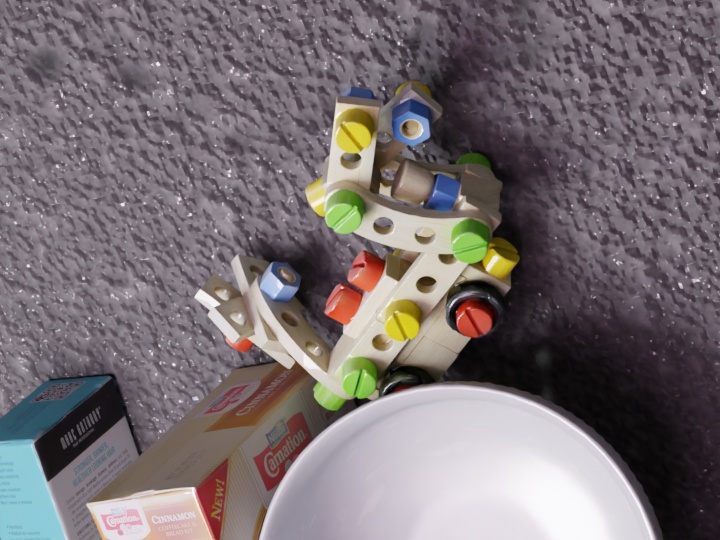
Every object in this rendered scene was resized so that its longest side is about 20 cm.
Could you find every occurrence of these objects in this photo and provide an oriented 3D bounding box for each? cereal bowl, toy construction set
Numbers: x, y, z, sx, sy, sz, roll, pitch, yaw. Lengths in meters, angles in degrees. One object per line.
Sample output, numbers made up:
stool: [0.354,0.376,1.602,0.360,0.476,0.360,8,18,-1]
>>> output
cereal bowl: [0.054,0.150,1.276,0.199,0.083,0.201,0,91,13]
toy construction set: [0.000,0.000,1.293,0.131,0.092,0.200,28,137,-15]

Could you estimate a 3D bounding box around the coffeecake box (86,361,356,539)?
coffeecake box: [-0.039,0.167,1.360,0.073,0.153,0.201,-11,108,33]

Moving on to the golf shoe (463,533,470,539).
golf shoe: [0.077,0.192,1.368,0.078,0.094,0.201,179,87,-68]

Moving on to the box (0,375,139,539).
box: [-0.148,0.166,1.465,0.049,0.082,0.201,-6,111,32]
